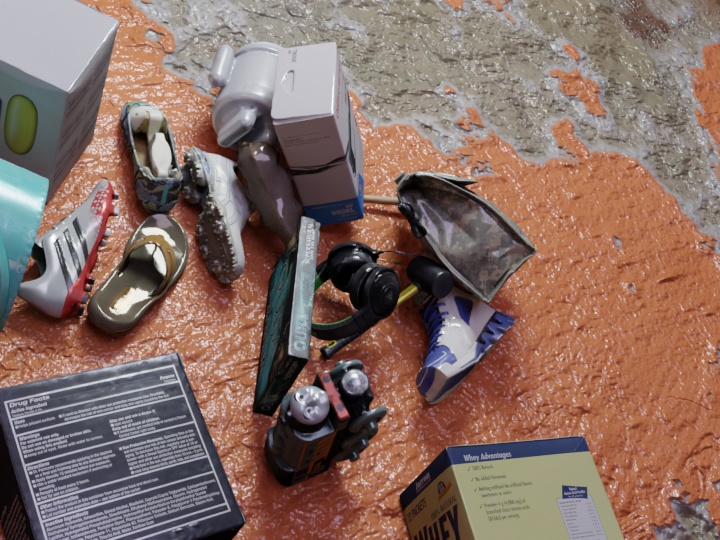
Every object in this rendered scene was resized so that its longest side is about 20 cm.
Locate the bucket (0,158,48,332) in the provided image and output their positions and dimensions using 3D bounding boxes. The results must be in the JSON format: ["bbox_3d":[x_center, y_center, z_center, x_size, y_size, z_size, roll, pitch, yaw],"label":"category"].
[{"bbox_3d":[-0.419,-0.033,1.009,0.134,0.207,0.209,18,49,-22],"label":"bucket"}]

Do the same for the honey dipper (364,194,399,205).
[{"bbox_3d":[0.049,-0.103,1.412,0.198,0.038,0.038,4,54,-21],"label":"honey dipper"}]

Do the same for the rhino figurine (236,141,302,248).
[{"bbox_3d":[-0.106,-0.081,1.263,0.059,0.087,0.202,-24,96,1],"label":"rhino figurine"}]

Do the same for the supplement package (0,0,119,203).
[{"bbox_3d":[-0.419,-0.226,1.152,0.190,0.201,0.148,25,48,-7],"label":"supplement package"}]

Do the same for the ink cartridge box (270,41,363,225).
[{"bbox_3d":[-0.052,-0.181,1.297,0.083,0.201,0.146,-7,51,9],"label":"ink cartridge box"}]

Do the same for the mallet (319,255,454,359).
[{"bbox_3d":[0.037,0.054,1.237,0.200,0.041,0.066,-40,38,-23],"label":"mallet"}]

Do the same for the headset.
[{"bbox_3d":[0.000,0.000,1.217,0.199,0.094,0.124,-37,42,-7],"label":"headset"}]

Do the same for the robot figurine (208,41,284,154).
[{"bbox_3d":[-0.144,-0.244,1.365,0.169,0.112,0.201,41,41,-33],"label":"robot figurine"}]

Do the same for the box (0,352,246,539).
[{"bbox_3d":[-0.250,0.210,0.957,0.198,0.123,0.200,-9,61,-34],"label":"box"}]

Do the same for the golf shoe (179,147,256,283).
[{"bbox_3d":[-0.169,-0.075,1.254,0.096,0.078,0.202,1,57,-36],"label":"golf shoe"}]

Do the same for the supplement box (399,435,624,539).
[{"bbox_3d":[0.179,0.313,1.092,0.198,0.135,0.201,1,55,-26],"label":"supplement box"}]

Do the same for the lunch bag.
[{"bbox_3d":[0.131,-0.066,1.315,0.200,0.118,0.164,43,6,0],"label":"lunch bag"}]

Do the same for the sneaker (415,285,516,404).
[{"bbox_3d":[0.113,0.086,1.279,0.115,0.081,0.199,41,41,12],"label":"sneaker"}]

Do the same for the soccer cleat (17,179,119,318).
[{"bbox_3d":[-0.343,-0.036,1.137,0.084,0.069,0.202,20,53,-17],"label":"soccer cleat"}]

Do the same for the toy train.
[{"bbox_3d":[-0.043,0.170,1.053,0.113,0.200,0.086,-21,68,-21],"label":"toy train"}]

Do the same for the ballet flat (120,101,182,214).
[{"bbox_3d":[-0.270,-0.168,1.267,0.074,0.074,0.201,-3,53,-29],"label":"ballet flat"}]

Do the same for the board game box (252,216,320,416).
[{"bbox_3d":[-0.088,0.053,1.153,0.028,0.136,0.202,15,50,-16],"label":"board game box"}]

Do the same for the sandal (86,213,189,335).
[{"bbox_3d":[-0.260,-0.005,1.160,0.080,0.054,0.201,30,41,-4],"label":"sandal"}]
